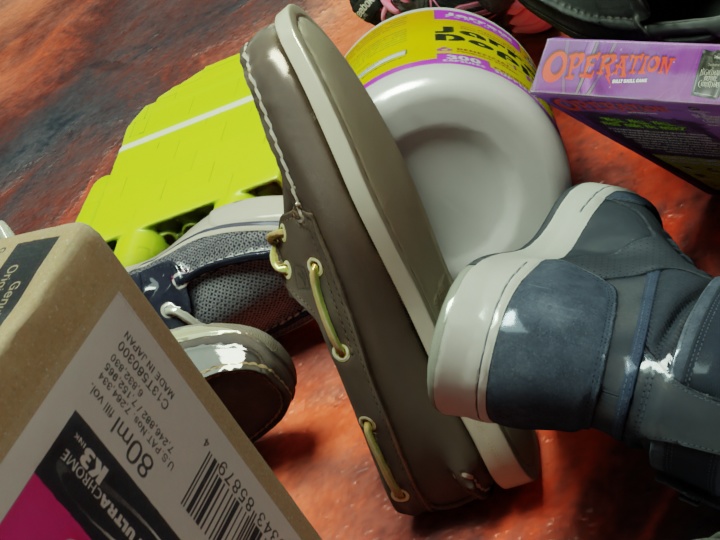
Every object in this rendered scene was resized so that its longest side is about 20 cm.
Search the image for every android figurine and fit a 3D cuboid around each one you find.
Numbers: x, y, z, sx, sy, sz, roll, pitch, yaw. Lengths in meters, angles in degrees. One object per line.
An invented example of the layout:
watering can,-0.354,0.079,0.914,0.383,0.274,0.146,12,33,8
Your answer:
android figurine,-0.078,-0.056,0.999,0.182,0.041,0.200,-20,32,21

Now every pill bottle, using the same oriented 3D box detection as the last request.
pill bottle,0.034,-0.058,0.811,0.104,0.104,0.200,-27,16,9

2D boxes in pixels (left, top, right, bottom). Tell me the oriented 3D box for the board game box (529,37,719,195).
board game box,0.172,-0.050,0.677,0.200,0.120,0.032,12,85,50

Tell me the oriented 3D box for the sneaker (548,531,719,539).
sneaker,0.103,0.106,0.539,0.200,0.086,0.080,9,47,50

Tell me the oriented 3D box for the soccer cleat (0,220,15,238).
soccer cleat,-0.221,0.028,0.894,0.070,0.086,0.200,-22,3,25

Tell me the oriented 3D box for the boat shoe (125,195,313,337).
boat shoe,-0.087,0.037,0.850,0.200,0.075,0.093,-22,36,34

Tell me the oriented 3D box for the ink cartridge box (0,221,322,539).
ink cartridge box,-0.096,0.113,0.603,0.075,0.200,0.165,-10,37,35

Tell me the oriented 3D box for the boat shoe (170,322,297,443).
boat shoe,-0.110,0.095,0.788,0.200,0.074,0.073,-31,38,20

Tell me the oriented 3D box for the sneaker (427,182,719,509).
sneaker,0.124,0.025,0.660,0.146,0.077,0.202,12,18,19

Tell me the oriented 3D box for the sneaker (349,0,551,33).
sneaker,0.037,-0.148,0.908,0.095,0.079,0.200,-19,-13,9

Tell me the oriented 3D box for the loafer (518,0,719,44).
loafer,0.122,-0.117,0.693,0.200,0.070,0.068,21,85,49

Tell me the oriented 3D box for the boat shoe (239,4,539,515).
boat shoe,0.000,0.000,0.689,0.059,0.200,0.072,-23,12,18
